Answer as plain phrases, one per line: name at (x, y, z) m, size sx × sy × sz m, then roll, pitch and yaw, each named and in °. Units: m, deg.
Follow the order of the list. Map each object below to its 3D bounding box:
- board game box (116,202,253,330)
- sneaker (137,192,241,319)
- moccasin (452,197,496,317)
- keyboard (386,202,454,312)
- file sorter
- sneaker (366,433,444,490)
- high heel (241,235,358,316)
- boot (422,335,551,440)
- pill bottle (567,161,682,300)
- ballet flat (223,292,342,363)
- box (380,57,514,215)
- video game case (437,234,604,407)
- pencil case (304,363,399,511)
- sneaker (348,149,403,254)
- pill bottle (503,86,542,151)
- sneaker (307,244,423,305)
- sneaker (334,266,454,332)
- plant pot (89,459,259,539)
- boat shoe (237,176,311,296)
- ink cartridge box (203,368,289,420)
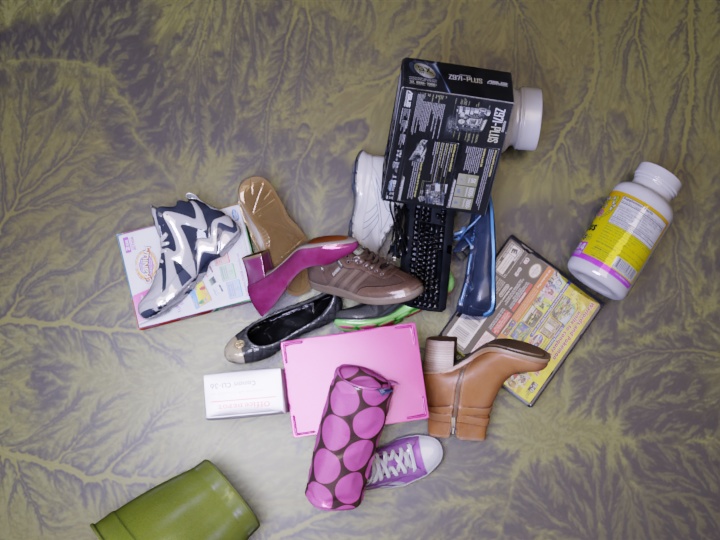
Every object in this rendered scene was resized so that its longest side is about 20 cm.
board game box at (-0.262, -0.006, 1.781) m, size 0.198 × 0.040 × 0.154 m, roll -14°, pitch 84°, yaw -1°
sneaker at (-0.289, -0.032, 1.724) m, size 0.129 × 0.079 × 0.199 m, roll 42°, pitch 86°, yaw 5°
moccasin at (0.172, -0.030, 1.750) m, size 0.068 × 0.081 × 0.202 m, roll -1°, pitch 68°, yaw 8°
keyboard at (0.091, -0.042, 1.733) m, size 0.103 × 0.040 × 0.202 m, roll 8°, pitch 73°, yaw -8°
file sorter at (-0.008, 0.164, 1.722) m, size 0.198 × 0.125 × 0.140 m, roll -8°, pitch 84°, yaw 0°
sneaker at (0.033, 0.296, 1.716) m, size 0.199 × 0.114 × 0.073 m, roll -16°, pitch 83°, yaw -3°
high heel at (-0.083, 0.008, 1.698) m, size 0.199 × 0.067 × 0.097 m, roll -12°, pitch 100°, yaw 22°
boot at (0.188, 0.182, 1.731) m, size 0.198 × 0.074 × 0.156 m, roll 3°, pitch 99°, yaw 23°
pill bottle at (0.408, -0.063, 1.755) m, size 0.104 × 0.104 × 0.201 m, roll 33°, pitch 85°, yaw 3°
ballet flat at (-0.121, 0.081, 1.759) m, size 0.199 × 0.057 × 0.067 m, roll -27°, pitch 59°, yaw -6°
box at (0.124, -0.194, 1.679) m, size 0.162 × 0.201 × 0.086 m, roll 7°, pitch 40°, yaw -2°
video game case at (0.248, 0.078, 1.781) m, size 0.180 × 0.026 × 0.201 m, roll 36°, pitch 85°, yaw 4°
pencil case at (-0.013, 0.237, 1.615) m, size 0.093 × 0.091 × 0.201 m, roll 7°, pitch 108°, yaw -31°
sneaker at (0.025, -0.085, 1.776) m, size 0.086 × 0.075 × 0.202 m, roll 5°, pitch 85°, yaw -5°
pill bottle at (0.174, -0.239, 1.768) m, size 0.198 × 0.114 × 0.115 m, roll 5°, pitch 84°, yaw 0°
sneaker at (0.000, 0.000, 1.697) m, size 0.199 × 0.070 × 0.076 m, roll 7°, pitch 114°, yaw 33°
sneaker at (0.046, 0.037, 1.767) m, size 0.199 × 0.077 × 0.084 m, roll -24°, pitch 79°, yaw -12°
plant pot at (-0.257, 0.387, 1.682) m, size 0.193 × 0.200 × 0.201 m, roll -39°, pitch 85°, yaw -16°
boat shoe at (-0.131, -0.057, 1.773) m, size 0.073 × 0.069 × 0.201 m, roll -26°, pitch 106°, yaw -10°
ink cartridge box at (-0.164, 0.181, 1.683) m, size 0.115 × 0.200 × 0.068 m, roll -6°, pitch 85°, yaw -1°
